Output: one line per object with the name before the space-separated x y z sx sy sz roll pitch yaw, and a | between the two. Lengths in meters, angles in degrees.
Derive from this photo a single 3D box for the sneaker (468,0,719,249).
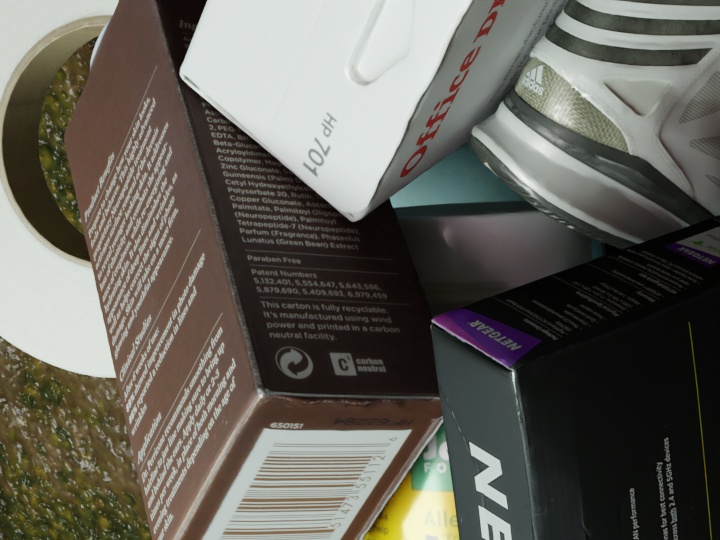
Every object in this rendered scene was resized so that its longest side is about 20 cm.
sneaker | 0.139 -0.053 0.666 0.115 0.200 0.076 -58 44 15

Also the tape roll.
tape roll | -0.100 -0.055 0.831 0.202 0.037 0.203 2 97 19

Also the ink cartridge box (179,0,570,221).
ink cartridge box | 0.049 -0.125 0.645 0.086 0.200 0.147 41 133 14

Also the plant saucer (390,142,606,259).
plant saucer | 0.000 0.000 0.772 0.200 0.027 0.201 1 96 14

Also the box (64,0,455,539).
box | -0.042 -0.005 0.664 0.100 0.075 0.200 -59 38 42

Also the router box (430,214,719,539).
router box | 0.108 0.089 0.620 0.051 0.149 0.200 28 131 57

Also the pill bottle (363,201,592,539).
pill bottle | 0.044 0.077 0.696 0.113 0.113 0.201 2 97 39
